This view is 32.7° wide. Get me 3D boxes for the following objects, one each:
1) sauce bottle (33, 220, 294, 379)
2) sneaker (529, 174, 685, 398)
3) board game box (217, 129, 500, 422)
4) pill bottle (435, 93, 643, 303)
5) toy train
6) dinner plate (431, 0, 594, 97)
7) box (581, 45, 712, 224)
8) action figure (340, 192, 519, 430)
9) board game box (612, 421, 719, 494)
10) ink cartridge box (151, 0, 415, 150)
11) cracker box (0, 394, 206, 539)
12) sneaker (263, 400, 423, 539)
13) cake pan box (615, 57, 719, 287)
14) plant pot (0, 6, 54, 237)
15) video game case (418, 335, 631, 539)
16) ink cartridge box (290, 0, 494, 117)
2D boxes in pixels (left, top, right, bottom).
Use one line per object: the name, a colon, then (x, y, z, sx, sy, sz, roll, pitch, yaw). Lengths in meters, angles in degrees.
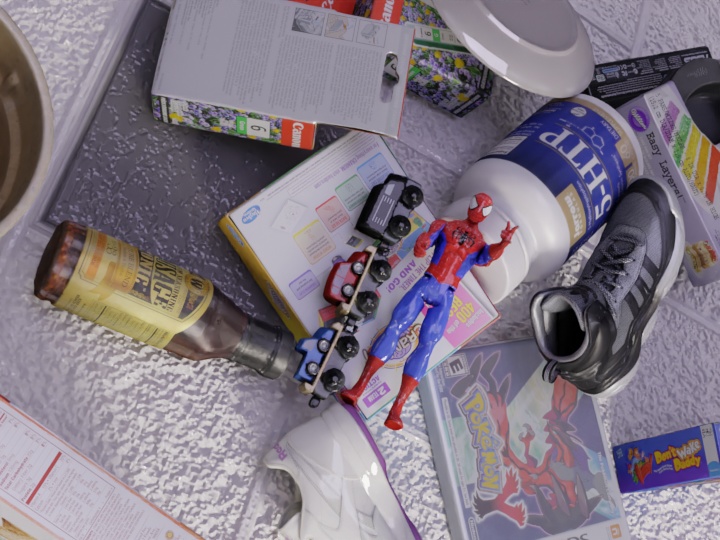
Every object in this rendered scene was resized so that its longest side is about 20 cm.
sauce bottle: (-0.144, 0.027, 0.924, 0.198, 0.066, 0.067, 23, 64, -23)
sneaker: (0.210, 0.011, 1.051, 0.113, 0.075, 0.202, 11, 97, -50)
board game box: (0.000, 0.000, 1.009, 0.152, 0.040, 0.201, -35, 93, -20)
pill bottle: (0.153, -0.061, 1.092, 0.200, 0.119, 0.120, -40, 96, -33)
toy train: (-0.005, 0.012, 0.965, 0.045, 0.034, 0.202, 26, 74, -8)
dinner plate: (0.141, -0.243, 1.118, 0.199, 0.024, 0.202, 23, 45, -24)
box: (0.312, -0.123, 1.250, 0.198, 0.047, 0.195, -15, 85, -34)
action figure: (0.058, 0.018, 0.947, 0.065, 0.099, 0.201, 28, 74, 3)
board game box: (0.353, 0.167, 1.127, 0.198, 0.134, 0.045, 0, 74, -30)
ink cartridge box: (-0.061, -0.160, 0.996, 0.197, 0.050, 0.110, 11, 67, -2)
cracker box: (-0.202, 0.160, 0.804, 0.199, 0.134, 0.058, 39, 60, -13)
sneaker: (-0.007, 0.207, 0.955, 0.099, 0.075, 0.202, -27, 92, -9)
cake pan box: (0.356, -0.109, 1.216, 0.183, 0.052, 0.202, -24, 89, -37)
plant pot: (-0.318, -0.072, 0.781, 0.198, 0.183, 0.203, 10, 70, -28)
video game case: (0.144, 0.160, 1.074, 0.180, 0.023, 0.202, -6, 77, -32)
ink cartridge box: (0.034, -0.234, 1.109, 0.198, 0.050, 0.110, 24, 63, -23)
